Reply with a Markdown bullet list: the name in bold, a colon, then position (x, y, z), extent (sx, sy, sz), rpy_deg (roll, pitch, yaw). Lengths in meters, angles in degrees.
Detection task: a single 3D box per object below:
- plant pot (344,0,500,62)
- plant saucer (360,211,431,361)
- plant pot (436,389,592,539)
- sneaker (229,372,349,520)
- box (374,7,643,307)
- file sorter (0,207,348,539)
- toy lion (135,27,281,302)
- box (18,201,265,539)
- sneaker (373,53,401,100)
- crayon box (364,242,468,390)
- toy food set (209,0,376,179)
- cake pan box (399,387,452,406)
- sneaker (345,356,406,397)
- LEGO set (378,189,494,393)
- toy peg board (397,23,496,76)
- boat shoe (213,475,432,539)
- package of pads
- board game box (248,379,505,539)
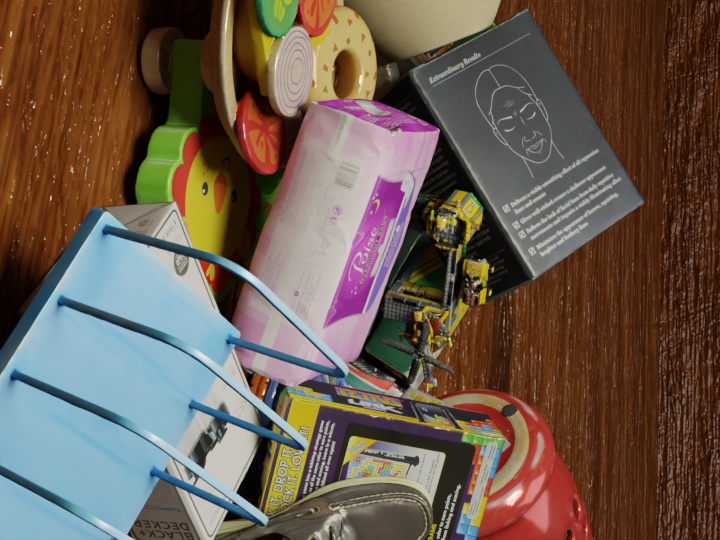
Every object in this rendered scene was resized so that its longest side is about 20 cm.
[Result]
- **plant pot**: position (0.049, -0.259, 1.072), extent (0.135, 0.199, 0.200), rpy_deg (69, 26, -10)
- **plant saucer**: position (0.043, -0.008, 1.186), extent (0.200, 0.036, 0.200), rpy_deg (-55, 167, -19)
- **plant pot**: position (0.117, 0.230, 1.227), extent (0.201, 0.199, 0.183), rpy_deg (-68, 146, -45)
- **sneaker**: position (-0.051, 0.164, 0.974), extent (0.075, 0.078, 0.202), rpy_deg (30, 60, -63)
- **box**: position (0.120, -0.096, 1.075), extent (0.148, 0.107, 0.201), rpy_deg (-31, 90, -30)
- **file sorter**: position (-0.118, 0.096, 0.661), extent (0.139, 0.122, 0.201), rpy_deg (47, 65, -45)
- **toy lion**: position (-0.101, -0.075, 0.913), extent (0.200, 0.068, 0.193), rpy_deg (-8, 102, -68)
- **box**: position (-0.134, 0.070, 0.806), extent (0.117, 0.060, 0.201), rpy_deg (-66, 145, -48)
- **sneaker**: position (0.027, -0.131, 1.194), extent (0.111, 0.076, 0.201), rpy_deg (-40, 129, -55)
- **crayon box**: position (0.080, 0.017, 1.188), extent (0.201, 0.051, 0.127), rpy_deg (-56, 168, -11)
- **toy food set**: position (-0.046, -0.159, 0.870), extent (0.198, 0.048, 0.201), rpy_deg (-57, 150, -46)
- **cake pan box**: position (0.011, 0.214, 1.046), extent (0.184, 0.052, 0.201), rpy_deg (-28, 138, -71)
- **sneaker**: position (-0.005, 0.133, 1.132), extent (0.094, 0.070, 0.200), rpy_deg (-57, 164, -6)
- **LEGO set**: position (0.000, 0.000, 0.997), extent (0.116, 0.199, 0.155), rpy_deg (-49, 155, -57)
- **toy peg board**: position (0.118, -0.193, 1.249), extent (0.201, 0.098, 0.199), rpy_deg (54, 15, 1)
- **boat shoe**: position (-0.041, 0.195, 0.839), extent (0.065, 0.199, 0.074), rpy_deg (-131, -154, -74)
- **package of pads**: position (-0.019, -0.022, 0.887), extent (0.120, 0.075, 0.201), rpy_deg (-19, 131, -68)
- **board game box**: position (-0.001, 0.191, 0.909), extent (0.057, 0.164, 0.201), rpy_deg (-121, -135, -74)
